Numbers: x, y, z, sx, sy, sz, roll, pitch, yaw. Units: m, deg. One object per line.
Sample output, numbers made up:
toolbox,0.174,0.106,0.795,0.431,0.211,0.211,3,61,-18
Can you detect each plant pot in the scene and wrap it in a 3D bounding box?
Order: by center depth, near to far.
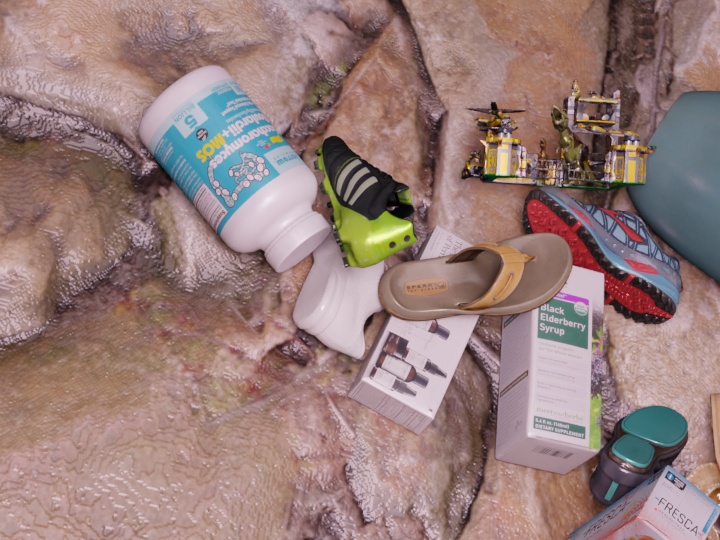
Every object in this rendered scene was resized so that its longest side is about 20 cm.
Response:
plant pot,0.385,-0.100,1.623,0.161,0.201,0.201,31,57,12

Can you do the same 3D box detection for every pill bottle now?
pill bottle,-0.118,-0.095,1.478,0.111,0.111,0.200,-36,80,-31

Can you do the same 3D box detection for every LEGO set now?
LEGO set,0.208,-0.149,1.586,0.200,0.154,0.116,3,89,5

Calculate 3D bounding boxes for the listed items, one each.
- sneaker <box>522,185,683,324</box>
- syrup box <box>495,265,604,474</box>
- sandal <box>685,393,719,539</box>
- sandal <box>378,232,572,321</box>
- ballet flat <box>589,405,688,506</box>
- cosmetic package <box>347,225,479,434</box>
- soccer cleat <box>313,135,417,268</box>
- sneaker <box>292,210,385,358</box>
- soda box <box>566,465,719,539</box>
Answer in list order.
sneaker,0.259,-0.029,1.615,0.200,0.079,0.096,39,48,-8
syrup box,0.190,0.094,1.513,0.079,0.081,0.200,14,62,-14
sandal,0.345,0.221,1.528,0.070,0.078,0.212,-4,53,13
sandal,0.117,0.003,1.475,0.200,0.054,0.080,-9,65,-12
ballet flat,0.271,0.187,1.493,0.073,0.073,0.200,50,25,9
cosmetic package,0.068,0.057,1.505,0.083,0.051,0.200,30,58,-5
soccer cleat,0.006,-0.071,1.451,0.081,0.068,0.200,-18,36,0
sneaker,0.000,0.000,1.507,0.088,0.075,0.200,39,52,-22
soda box,0.245,0.253,1.382,0.064,0.200,0.068,39,57,1
